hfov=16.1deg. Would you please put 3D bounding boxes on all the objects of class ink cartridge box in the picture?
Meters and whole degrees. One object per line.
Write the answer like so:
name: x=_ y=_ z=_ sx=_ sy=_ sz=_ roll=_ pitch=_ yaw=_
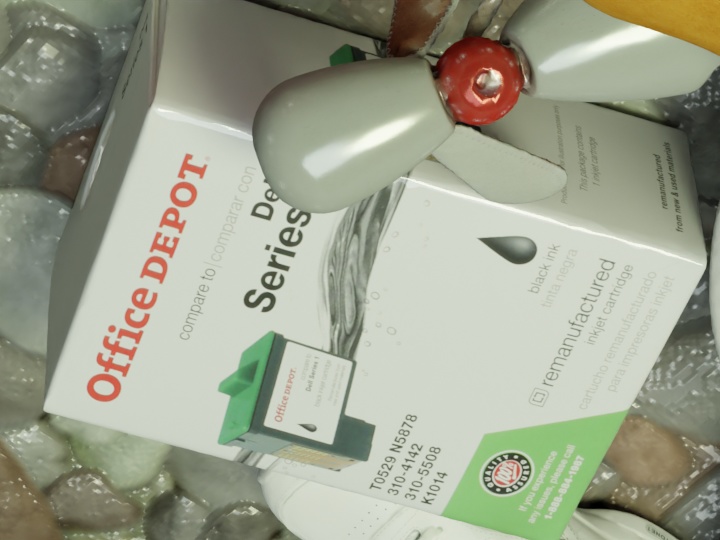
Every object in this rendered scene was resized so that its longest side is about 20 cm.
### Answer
ink cartridge box: x=0.000 y=0.000 z=0.904 sx=0.200 sy=0.084 sz=0.146 roll=15 pitch=126 yaw=-11

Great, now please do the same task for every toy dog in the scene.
toy dog: x=0.064 y=-0.081 z=0.804 sx=0.200 sy=0.096 sz=0.132 roll=-1 pitch=104 yaw=-7

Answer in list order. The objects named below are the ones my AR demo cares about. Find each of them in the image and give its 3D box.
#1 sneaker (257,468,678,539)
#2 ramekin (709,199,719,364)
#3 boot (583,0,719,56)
sneaker: x=0.053 y=0.118 z=0.985 sx=0.200 sy=0.100 sz=0.075 roll=25 pitch=126 yaw=-16
ramekin: x=0.224 y=0.004 z=0.832 sx=0.200 sy=0.201 sz=0.098 roll=-46 pitch=158 yaw=29
boot: x=0.155 y=-0.023 z=0.732 sx=0.201 sy=0.071 sz=0.144 roll=3 pitch=101 yaw=2
